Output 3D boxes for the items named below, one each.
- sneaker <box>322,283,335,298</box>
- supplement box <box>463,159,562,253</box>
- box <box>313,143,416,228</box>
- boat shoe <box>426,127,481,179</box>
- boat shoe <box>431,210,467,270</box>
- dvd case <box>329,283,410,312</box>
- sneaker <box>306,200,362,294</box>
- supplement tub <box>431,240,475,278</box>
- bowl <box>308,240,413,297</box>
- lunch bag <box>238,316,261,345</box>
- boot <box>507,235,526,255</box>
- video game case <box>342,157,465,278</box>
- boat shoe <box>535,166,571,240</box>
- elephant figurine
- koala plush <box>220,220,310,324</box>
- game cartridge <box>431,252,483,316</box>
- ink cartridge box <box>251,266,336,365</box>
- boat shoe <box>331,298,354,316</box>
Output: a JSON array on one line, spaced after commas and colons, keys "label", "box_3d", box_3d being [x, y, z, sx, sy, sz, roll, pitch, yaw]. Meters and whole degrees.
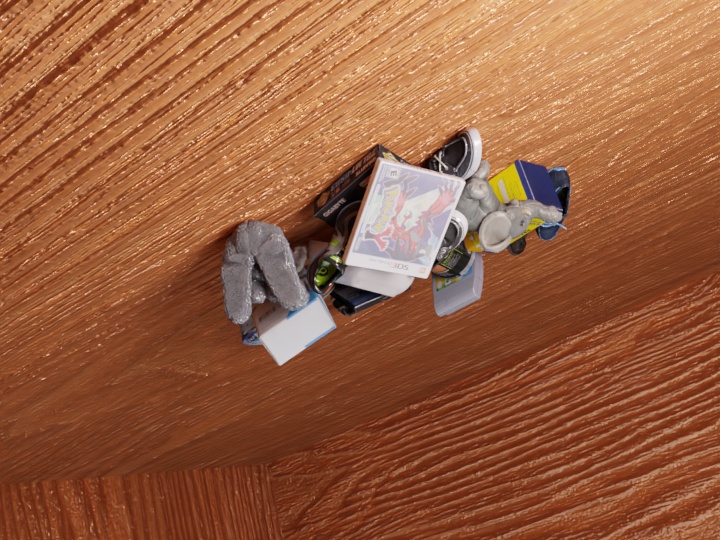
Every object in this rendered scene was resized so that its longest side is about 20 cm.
[{"label": "sneaker", "box_3d": [-0.153, 0.036, 1.747, 0.195, 0.079, 0.112, -18, 161, 2]}, {"label": "supplement box", "box_3d": [0.314, -0.133, 1.658, 0.107, 0.112, 0.199, 3, 152, -43]}, {"label": "box", "box_3d": [0.044, -0.125, 1.449, 0.196, 0.051, 0.199, 26, 136, -32]}, {"label": "boat shoe", "box_3d": [0.162, -0.197, 1.434, 0.066, 0.073, 0.200, -11, 166, -20]}, {"label": "boat shoe", "box_3d": [0.145, -0.045, 1.514, 0.067, 0.069, 0.200, -58, -173, -33]}, {"label": "dvd case", "box_3d": [0.014, 0.042, 1.750, 0.140, 0.018, 0.199, -23, -162, -15]}, {"label": "sneaker", "box_3d": [-0.033, -0.038, 1.428, 0.070, 0.083, 0.201, 26, 110, -23]}, {"label": "supplement tub", "box_3d": [0.168, -0.059, 1.703, 0.121, 0.125, 0.199, -26, 157, 22]}, {"label": "bowl", "box_3d": [0.000, 0.000, 1.626, 0.197, 0.077, 0.198, 15, 177, -42]}, {"label": "lunch bag", "box_3d": [-0.200, 0.125, 1.937, 0.159, 0.084, 0.198, -32, 157, 27]}, {"label": "boot", "box_3d": [0.419, -0.114, 1.851, 0.171, 0.071, 0.199, -26, 155, 22]}, {"label": "video game case", "box_3d": [0.078, -0.089, 1.387, 0.178, 0.023, 0.204, 9, 114, -26]}, {"label": "boat shoe", "box_3d": [0.426, -0.135, 1.722, 0.082, 0.070, 0.203, -11, 137, -1]}, {"label": "elephant figurine", "box_3d": [0.268, -0.105, 1.522, 0.155, 0.199, 0.143, -32, -160, 54]}, {"label": "koala plush", "box_3d": [-0.185, -0.008, 1.542, 0.173, 0.189, 0.200, -12, -178, 8]}, {"label": "game cartridge", "box_3d": [0.227, -0.002, 1.811, 0.132, 0.203, 0.040, -28, 134, 29]}, {"label": "ink cartridge box", "box_3d": [-0.147, 0.085, 1.607, 0.144, 0.200, 0.084, -34, 117, 0]}, {"label": "boat shoe", "box_3d": [-0.032, 0.088, 1.989, 0.072, 0.062, 0.200, -13, 166, -11]}]
